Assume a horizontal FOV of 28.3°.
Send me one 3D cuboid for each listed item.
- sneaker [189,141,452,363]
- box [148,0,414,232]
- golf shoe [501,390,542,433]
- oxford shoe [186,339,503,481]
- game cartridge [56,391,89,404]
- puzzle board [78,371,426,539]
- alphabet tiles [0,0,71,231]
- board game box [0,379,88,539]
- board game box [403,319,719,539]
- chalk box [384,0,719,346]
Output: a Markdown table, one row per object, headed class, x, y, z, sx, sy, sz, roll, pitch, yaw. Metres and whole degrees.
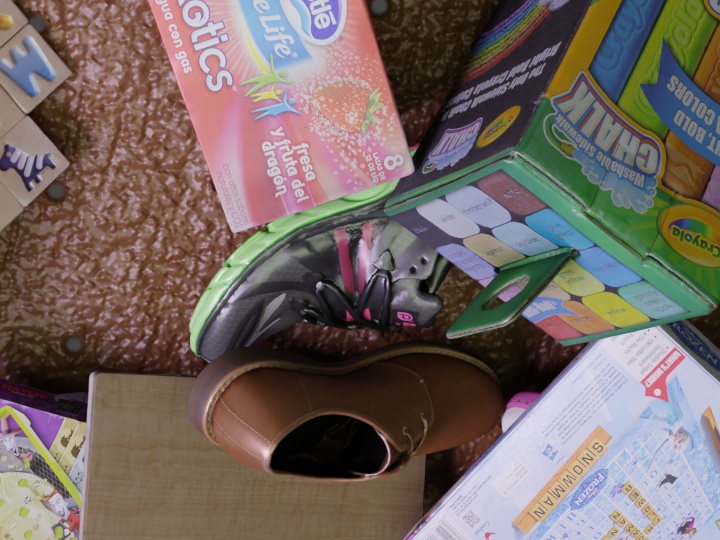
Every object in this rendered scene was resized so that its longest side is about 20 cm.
| class | x | y | z | sx | sy | sz | roll | pitch | yaw |
| --- | --- | --- | --- | --- | --- | --- | --- | --- | --- |
| sneaker | 0.000 | 0.000 | 0.739 | 0.199 | 0.077 | 0.084 | -29 | 82 | 6 |
| box | -0.050 | -0.135 | 0.681 | 0.094 | 0.103 | 0.201 | -18 | 110 | 1 |
| golf shoe | 0.128 | 0.161 | 0.808 | 0.092 | 0.075 | 0.201 | -43 | 112 | -30 |
| oxford shoe | 0.009 | 0.082 | 0.736 | 0.199 | 0.071 | 0.072 | -1 | 117 | -42 |
| game cartridge | -0.190 | 0.142 | 0.804 | 0.199 | 0.041 | 0.134 | -17 | 115 | 0 |
| puzzle board | -0.055 | 0.134 | 0.766 | 0.199 | 0.017 | 0.152 | 5 | 87 | -29 |
| alphabet tiles | -0.241 | -0.093 | 0.686 | 0.166 | 0.006 | 0.200 | -46 | 110 | -18 |
| board game box | -0.185 | 0.162 | 0.780 | 0.119 | 0.032 | 0.201 | 16 | 107 | -16 |
| board game box | 0.153 | 0.146 | 0.737 | 0.199 | 0.041 | 0.200 | 43 | 116 | 5 |
| chalk box | 0.106 | -0.048 | 0.669 | 0.124 | 0.125 | 0.201 | 34 | 69 | -17 |
